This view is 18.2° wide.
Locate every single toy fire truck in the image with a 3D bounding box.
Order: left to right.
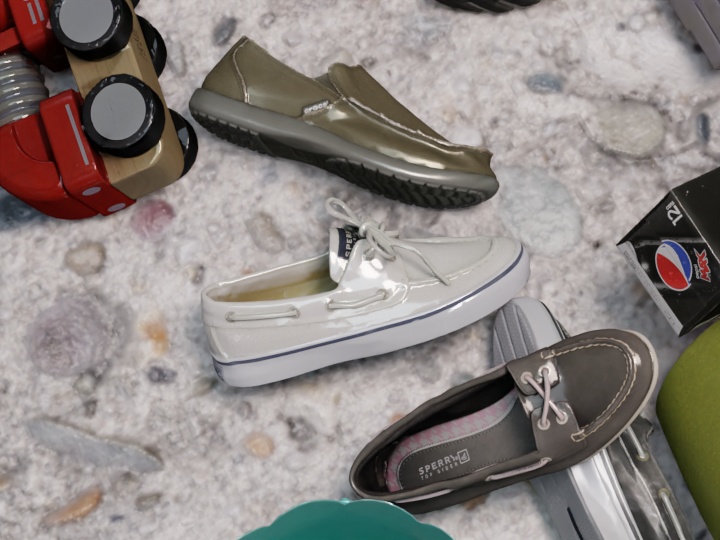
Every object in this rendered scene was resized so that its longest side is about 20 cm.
[{"bbox_3d":[-0.224,-0.111,1.370,0.198,0.129,0.177,-22,76,8],"label":"toy fire truck"}]

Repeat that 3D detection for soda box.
[{"bbox_3d":[0.245,-0.035,1.309,0.199,0.063,0.071,-23,74,-38],"label":"soda box"}]

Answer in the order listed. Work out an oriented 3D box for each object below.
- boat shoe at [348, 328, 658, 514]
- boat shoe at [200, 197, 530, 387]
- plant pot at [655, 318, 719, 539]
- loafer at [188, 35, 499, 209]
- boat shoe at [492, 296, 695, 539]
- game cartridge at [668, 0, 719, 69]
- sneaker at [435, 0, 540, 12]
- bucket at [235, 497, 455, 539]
[{"bbox_3d":[0.079,0.091,1.280,0.199,0.057,0.067,-29,73,32],"label":"boat shoe"},{"bbox_3d":[-0.001,-0.002,1.338,0.200,0.075,0.087,-16,115,3],"label":"boat shoe"},{"bbox_3d":[0.265,0.119,1.271,0.187,0.187,0.200,-39,60,-8],"label":"plant pot"},{"bbox_3d":[-0.005,-0.094,1.373,0.198,0.075,0.070,19,81,7],"label":"loafer"},{"bbox_3d":[0.139,0.106,1.328,0.070,0.072,0.202,-13,73,-25],"label":"boat shoe"},{"bbox_3d":[0.200,-0.237,1.368,0.038,0.130,0.201,-19,67,-20],"label":"game cartridge"},{"bbox_3d":[0.113,-0.237,1.382,0.200,0.078,0.091,-38,55,29],"label":"sneaker"},{"bbox_3d":[-0.011,0.237,1.257,0.205,0.135,0.209,0,75,1],"label":"bucket"}]
